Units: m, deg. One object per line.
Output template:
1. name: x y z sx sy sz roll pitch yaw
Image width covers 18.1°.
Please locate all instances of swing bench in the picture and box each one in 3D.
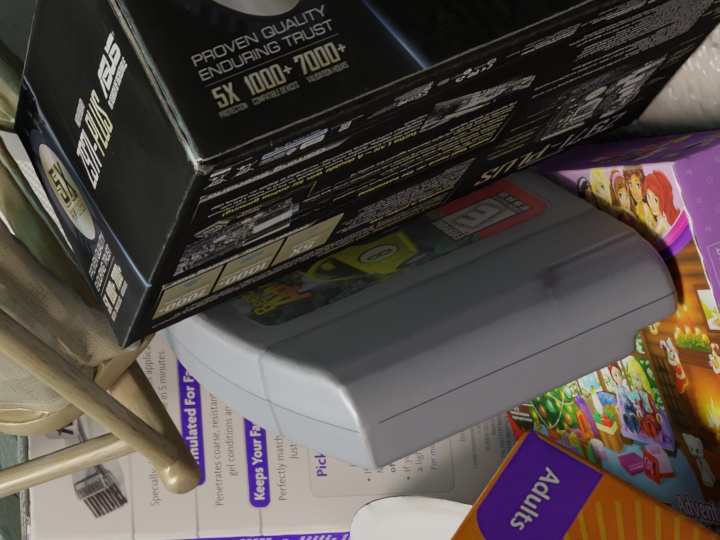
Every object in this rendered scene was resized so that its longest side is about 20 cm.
1. swing bench: -0.163 -0.024 0.770 0.199 0.129 0.201 51 -158 -63

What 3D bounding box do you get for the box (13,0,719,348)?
1. box: 0.008 -0.074 0.678 0.087 0.199 0.164 62 161 11

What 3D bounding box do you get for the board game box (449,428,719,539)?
1. board game box: 0.075 0.218 0.706 0.199 0.200 0.200 29 148 14

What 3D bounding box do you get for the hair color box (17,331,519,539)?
1. hair color box: -0.037 0.060 0.906 0.065 0.198 0.110 119 148 -67

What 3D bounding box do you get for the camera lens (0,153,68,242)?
1. camera lens: -0.148 -0.042 1.023 0.200 0.160 0.160 42 156 7

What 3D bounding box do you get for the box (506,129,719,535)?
1. box: 0.097 0.025 0.789 0.200 0.039 0.138 -1 109 70

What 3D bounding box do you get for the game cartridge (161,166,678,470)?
1. game cartridge: 0.000 0.000 0.765 0.200 0.133 0.041 35 148 59

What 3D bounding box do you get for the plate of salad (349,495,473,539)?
1. plate of salad: 0.087 0.136 0.846 0.199 0.048 0.200 25 155 13

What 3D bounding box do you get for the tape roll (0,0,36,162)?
1. tape roll: -0.120 -0.147 0.950 0.201 0.199 0.066 63 159 15
